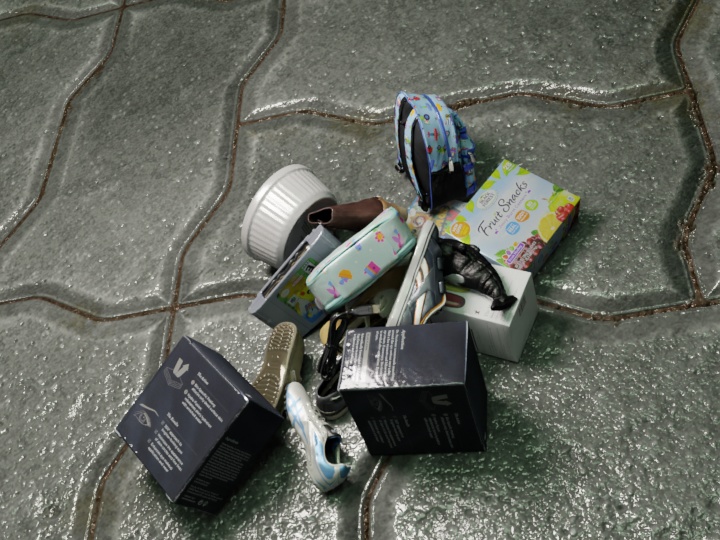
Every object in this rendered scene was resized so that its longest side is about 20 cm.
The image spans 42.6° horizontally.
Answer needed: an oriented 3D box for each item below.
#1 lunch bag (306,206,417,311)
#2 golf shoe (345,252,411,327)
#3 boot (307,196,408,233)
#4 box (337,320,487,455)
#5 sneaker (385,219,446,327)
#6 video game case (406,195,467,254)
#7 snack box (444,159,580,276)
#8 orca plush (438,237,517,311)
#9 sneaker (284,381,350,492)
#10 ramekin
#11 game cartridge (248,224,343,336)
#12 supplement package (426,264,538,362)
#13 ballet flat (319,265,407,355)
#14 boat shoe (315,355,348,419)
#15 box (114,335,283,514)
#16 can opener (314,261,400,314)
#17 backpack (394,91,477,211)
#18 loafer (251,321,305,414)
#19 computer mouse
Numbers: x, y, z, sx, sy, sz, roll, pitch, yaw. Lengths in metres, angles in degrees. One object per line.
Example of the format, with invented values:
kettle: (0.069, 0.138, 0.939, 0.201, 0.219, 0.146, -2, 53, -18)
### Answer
lunch bag: (0.005, -0.021, 1.536, 0.199, 0.160, 0.078, -38, 94, 3)
golf shoe: (0.051, 0.018, 1.672, 0.200, 0.079, 0.097, -44, 45, -16)
boot: (-0.023, -0.104, 1.705, 0.163, 0.074, 0.199, -1, 0, -26)
box: (0.088, 0.188, 1.442, 0.196, 0.198, 0.119, -4, 50, 16)
sneaker: (0.104, 0.023, 1.492, 0.078, 0.079, 0.204, 19, 78, 0)
video game case: (0.166, -0.072, 1.737, 0.197, 0.018, 0.144, 18, 60, 30)
snack box: (0.272, -0.082, 1.657, 0.167, 0.068, 0.200, 32, 65, 25)
orca plush: (0.164, -0.007, 1.504, 0.104, 0.072, 0.201, -30, 49, -7)
sneaker: (-0.070, 0.264, 1.517, 0.072, 0.072, 0.202, -34, 55, 10)
ramekin: (-0.125, -0.090, 1.745, 0.094, 0.204, 0.203, 34, 69, 25)
game cartridge: (-0.094, 0.029, 1.657, 0.201, 0.133, 0.041, -49, 43, 5)
supplement package: (0.186, 0.059, 1.566, 0.197, 0.110, 0.115, 12, 57, 27)
ballet flat: (0.018, 0.075, 1.573, 0.199, 0.069, 0.063, -40, 35, 8)
boat shoe: (-0.003, 0.166, 1.580, 0.072, 0.063, 0.200, 32, 69, 35)
box: (-0.267, 0.254, 1.527, 0.196, 0.117, 0.201, 37, 89, 37)
can opener: (0.000, 0.000, 1.640, 0.199, 0.053, 0.067, -41, 71, 2)
backpack: (0.137, -0.247, 1.753, 0.132, 0.203, 0.184, -17, 40, -7)
loafer: (-0.140, 0.194, 1.605, 0.075, 0.068, 0.204, 8, 72, 38)
computer mouse: (0.026, 0.112, 1.532, 0.196, 0.143, 0.046, 1, 28, -18)
